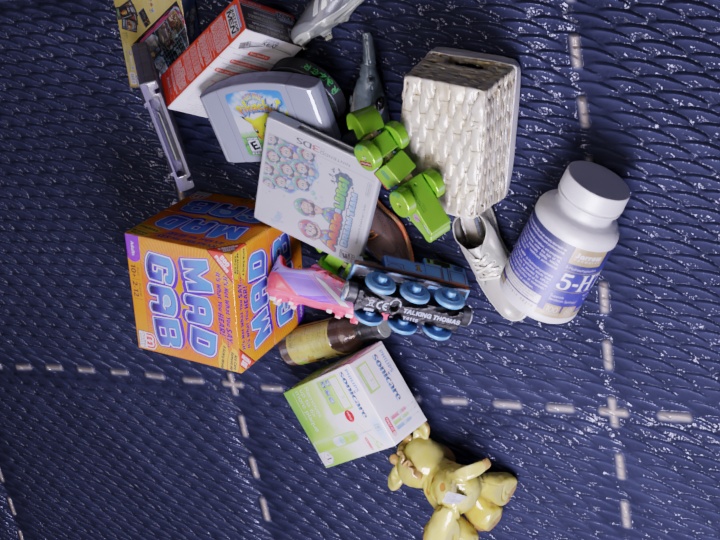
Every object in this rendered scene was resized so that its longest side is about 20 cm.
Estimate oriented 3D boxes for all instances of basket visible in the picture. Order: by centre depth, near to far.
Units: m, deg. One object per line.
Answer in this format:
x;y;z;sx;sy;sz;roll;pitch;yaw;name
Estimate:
0.129;-0.184;1.469;0.135;0.123;0.202;15;119;24;basket

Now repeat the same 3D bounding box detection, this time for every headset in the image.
-0.101;-0.230;1.590;0.123;0.094;0.200;38;152;-9;headset

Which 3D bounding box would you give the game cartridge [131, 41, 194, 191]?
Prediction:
-0.306;-0.236;1.672;0.038;0.130;0.201;-21;132;-7;game cartridge

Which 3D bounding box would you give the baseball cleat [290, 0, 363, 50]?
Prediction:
-0.034;-0.400;1.505;0.199;0.070;0.107;-32;88;27;baseball cleat

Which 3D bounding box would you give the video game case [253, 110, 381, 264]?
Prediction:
-0.064;-0.114;1.568;0.181;0.024;0.201;25;137;11;video game case

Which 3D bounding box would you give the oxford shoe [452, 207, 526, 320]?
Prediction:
0.185;-0.012;1.562;0.075;0.058;0.201;-16;106;32;oxford shoe

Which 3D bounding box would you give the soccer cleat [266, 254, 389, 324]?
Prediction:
-0.045;0.030;1.646;0.198;0.067;0.077;11;79;9;soccer cleat

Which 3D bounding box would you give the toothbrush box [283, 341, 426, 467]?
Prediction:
-0.012;0.217;1.738;0.200;0.086;0.146;-28;93;49;toothbrush box

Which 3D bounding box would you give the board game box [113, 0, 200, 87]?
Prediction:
-0.315;-0.387;1.687;0.134;0.035;0.202;6;116;28;board game box

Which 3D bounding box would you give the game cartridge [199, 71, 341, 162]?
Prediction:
-0.132;-0.220;1.557;0.198;0.041;0.134;0;126;28;game cartridge

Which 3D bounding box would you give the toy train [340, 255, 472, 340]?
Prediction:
0.067;0.032;1.578;0.198;0.115;0.087;12;124;-13;toy train

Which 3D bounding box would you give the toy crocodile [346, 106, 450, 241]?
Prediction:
0.048;-0.128;1.424;0.201;0.067;0.062;54;155;-3;toy crocodile

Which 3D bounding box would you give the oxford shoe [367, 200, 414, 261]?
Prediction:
0.008;-0.069;1.627;0.071;0.073;0.201;-30;96;37;oxford shoe

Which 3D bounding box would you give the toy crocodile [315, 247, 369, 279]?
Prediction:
0.000;0.000;1.680;0.200;0.062;0.068;41;128;2;toy crocodile

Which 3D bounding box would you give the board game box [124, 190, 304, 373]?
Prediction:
-0.225;0.011;1.723;0.198;0.200;0.202;11;117;26;board game box

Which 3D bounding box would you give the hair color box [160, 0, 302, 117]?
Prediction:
-0.192;-0.307;1.599;0.199;0.110;0.064;-33;63;37;hair color box

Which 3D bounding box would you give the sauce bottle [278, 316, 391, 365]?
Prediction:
-0.041;0.107;1.746;0.199;0.065;0.065;-15;105;36;sauce bottle

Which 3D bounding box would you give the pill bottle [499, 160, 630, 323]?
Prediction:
0.277;-0.040;1.455;0.119;0.120;0.201;31;125;14;pill bottle

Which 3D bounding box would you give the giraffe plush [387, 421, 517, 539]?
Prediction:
0.124;0.332;1.712;0.162;0.173;0.200;37;171;40;giraffe plush

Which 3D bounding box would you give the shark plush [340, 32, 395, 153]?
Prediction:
0.027;-0.231;1.535;0.090;0.083;0.202;6;99;-15;shark plush
